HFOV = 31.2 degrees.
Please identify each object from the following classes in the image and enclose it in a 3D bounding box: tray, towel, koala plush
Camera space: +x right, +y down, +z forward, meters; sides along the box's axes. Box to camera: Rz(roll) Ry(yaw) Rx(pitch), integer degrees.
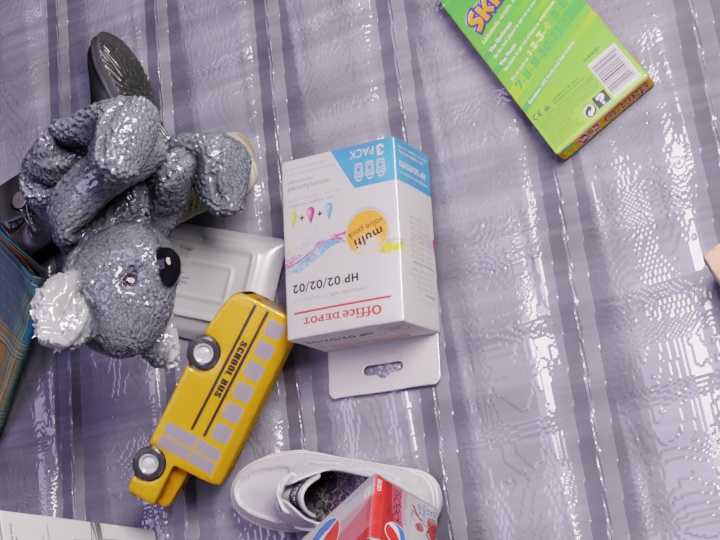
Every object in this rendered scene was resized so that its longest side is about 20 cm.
[{"bbox_3d":[-0.165,0.008,1.217,0.199,0.022,0.108,9,82,32],"label":"tray"},{"bbox_3d":[-0.384,0.058,1.306,0.146,0.022,0.201,36,113,33],"label":"towel"},{"bbox_3d":[-0.203,-0.017,1.089,0.183,0.177,0.201,-12,74,32],"label":"koala plush"}]

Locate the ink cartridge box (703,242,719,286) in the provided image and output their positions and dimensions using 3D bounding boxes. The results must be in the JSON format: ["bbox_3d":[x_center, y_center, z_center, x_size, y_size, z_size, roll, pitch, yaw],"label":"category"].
[{"bbox_3d":[0.364,0.001,0.889,0.200,0.050,0.163,-39,62,21],"label":"ink cartridge box"}]

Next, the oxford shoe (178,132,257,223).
[{"bbox_3d":[-0.180,-0.083,1.220,0.199,0.075,0.058,-13,32,24],"label":"oxford shoe"}]

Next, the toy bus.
[{"bbox_3d":[-0.128,0.115,1.134,0.078,0.065,0.201,26,93,3],"label":"toy bus"}]

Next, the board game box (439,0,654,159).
[{"bbox_3d":[0.148,-0.196,1.077,0.095,0.030,0.200,-41,64,16],"label":"board game box"}]

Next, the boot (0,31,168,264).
[{"bbox_3d":[-0.295,-0.122,1.306,0.200,0.066,0.165,-36,61,24],"label":"boot"}]

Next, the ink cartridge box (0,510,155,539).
[{"bbox_3d":[-0.287,0.278,1.122,0.145,0.200,0.084,-26,64,23],"label":"ink cartridge box"}]

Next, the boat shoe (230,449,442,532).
[{"bbox_3d":[-0.033,0.188,1.068,0.199,0.068,0.072,5,81,31],"label":"boat shoe"}]

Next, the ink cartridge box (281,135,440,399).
[{"bbox_3d":[0.000,0.000,1.094,0.115,0.068,0.201,-12,73,28],"label":"ink cartridge box"}]

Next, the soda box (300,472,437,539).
[{"bbox_3d":[-0.024,0.246,1.007,0.200,0.063,0.070,-46,21,32],"label":"soda box"}]
